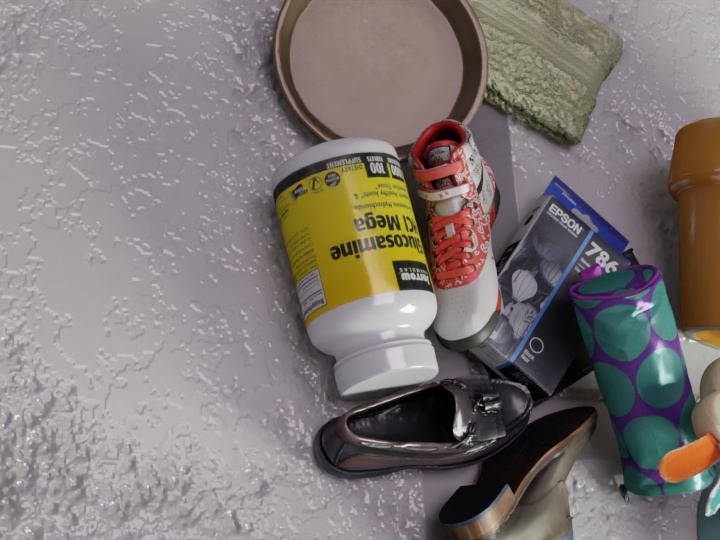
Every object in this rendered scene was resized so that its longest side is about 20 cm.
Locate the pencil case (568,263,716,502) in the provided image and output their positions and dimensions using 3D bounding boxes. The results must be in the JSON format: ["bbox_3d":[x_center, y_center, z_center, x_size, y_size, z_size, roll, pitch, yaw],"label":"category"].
[{"bbox_3d":[0.242,0.096,1.497,0.085,0.092,0.201,-20,106,-7],"label":"pencil case"}]

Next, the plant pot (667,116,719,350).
[{"bbox_3d":[0.370,-0.021,1.588,0.199,0.200,0.185,16,79,-17],"label":"plant pot"}]

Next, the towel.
[{"bbox_3d":[0.148,-0.218,1.649,0.199,0.036,0.149,32,61,-8],"label":"towel"}]

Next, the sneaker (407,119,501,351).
[{"bbox_3d":[0.075,-0.036,1.481,0.108,0.067,0.202,59,28,-42],"label":"sneaker"}]

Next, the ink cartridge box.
[{"bbox_3d":[0.170,0.010,1.540,0.099,0.039,0.200,39,61,-9],"label":"ink cartridge box"}]

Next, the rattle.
[{"bbox_3d":[0.346,0.115,1.436,0.199,0.142,0.131,-8,78,-52],"label":"rattle"}]

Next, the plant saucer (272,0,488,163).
[{"bbox_3d":[0.017,-0.190,1.565,0.199,0.029,0.202,3,77,-12],"label":"plant saucer"}]

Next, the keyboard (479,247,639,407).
[{"bbox_3d":[0.181,0.033,1.571,0.199,0.021,0.128,-28,88,-31],"label":"keyboard"}]

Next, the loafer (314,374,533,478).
[{"bbox_3d":[0.061,0.127,1.446,0.199,0.063,0.072,-11,66,-22],"label":"loafer"}]

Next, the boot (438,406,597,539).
[{"bbox_3d":[0.148,0.198,1.475,0.200,0.074,0.097,-36,109,-37],"label":"boot"}]

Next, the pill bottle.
[{"bbox_3d":[0.000,0.000,1.451,0.112,0.112,0.201,-7,73,-26],"label":"pill bottle"}]

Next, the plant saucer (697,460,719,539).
[{"bbox_3d":[0.399,0.243,1.569,0.199,0.036,0.201,9,66,-20],"label":"plant saucer"}]
